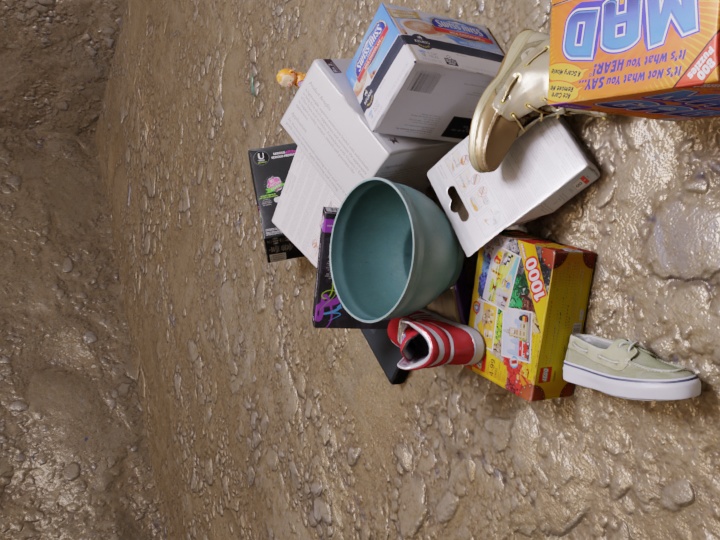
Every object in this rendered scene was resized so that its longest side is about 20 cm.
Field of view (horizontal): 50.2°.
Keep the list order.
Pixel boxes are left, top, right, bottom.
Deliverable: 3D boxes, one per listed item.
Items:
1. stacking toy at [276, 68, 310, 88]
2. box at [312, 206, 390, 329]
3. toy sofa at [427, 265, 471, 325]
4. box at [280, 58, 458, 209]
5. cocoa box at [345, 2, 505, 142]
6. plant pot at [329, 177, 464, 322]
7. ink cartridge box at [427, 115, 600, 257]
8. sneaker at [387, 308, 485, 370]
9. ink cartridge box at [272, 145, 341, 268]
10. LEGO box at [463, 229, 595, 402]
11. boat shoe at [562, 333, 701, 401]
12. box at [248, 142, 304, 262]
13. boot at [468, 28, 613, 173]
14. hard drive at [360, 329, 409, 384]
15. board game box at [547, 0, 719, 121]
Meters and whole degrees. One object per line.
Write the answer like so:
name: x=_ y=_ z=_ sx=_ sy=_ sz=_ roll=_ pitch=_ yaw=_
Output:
stacking toy: x=-0.061 y=-0.341 z=1.403 sx=0.116 sy=0.199 sz=0.111 roll=-45 pitch=53 yaw=49
box: x=0.000 y=0.000 z=1.241 sx=0.036 sy=0.142 sz=0.202 roll=-115 pitch=30 yaw=-66
toy sofa: x=0.143 y=0.037 z=1.181 sx=0.097 sy=0.082 sz=0.202 roll=-25 pitch=69 yaw=51
box: x=0.018 y=-0.220 z=1.215 sx=0.199 sy=0.199 sz=0.131 roll=53 pitch=130 yaw=17
cocoa box: x=0.104 y=-0.283 z=1.124 sx=0.134 sy=0.199 sz=0.132 roll=-55 pitch=46 yaw=42
plant pot: x=0.064 y=-0.027 z=1.108 sx=0.200 sy=0.133 sz=0.202 roll=-4 pitch=85 yaw=54
ink cartridge box: x=0.202 y=-0.131 z=1.045 sx=0.200 sy=0.050 sz=0.163 roll=-41 pitch=54 yaw=27
sneaker: x=0.073 y=0.097 z=1.111 sx=0.199 sy=0.112 sz=0.072 roll=8 pitch=96 yaw=56
ink cartridge box: x=-0.066 y=-0.105 z=1.315 sx=0.200 sy=0.050 sz=0.162 roll=42 pitch=119 yaw=39
LEGO box: x=0.225 y=0.055 z=1.047 sx=0.149 sy=0.077 sz=0.202 roll=24 pitch=111 yaw=57
boat shoe: x=0.310 y=0.112 z=0.910 sx=0.200 sy=0.071 sz=0.063 roll=2 pitch=95 yaw=62
box: x=-0.155 y=-0.141 z=1.603 sx=0.149 sy=0.123 sz=0.202 roll=101 pitch=159 yaw=-70
boot: x=0.234 y=-0.202 z=0.962 sx=0.155 sy=0.073 sz=0.201 roll=23 pitch=82 yaw=38
hard drive: x=0.047 y=0.086 z=1.393 sx=0.201 sy=0.033 sz=0.140 roll=59 pitch=138 yaw=41
board game box: x=0.326 y=-0.262 z=0.744 sx=0.200 sy=0.198 sz=0.202 roll=10 pitch=99 yaw=60
